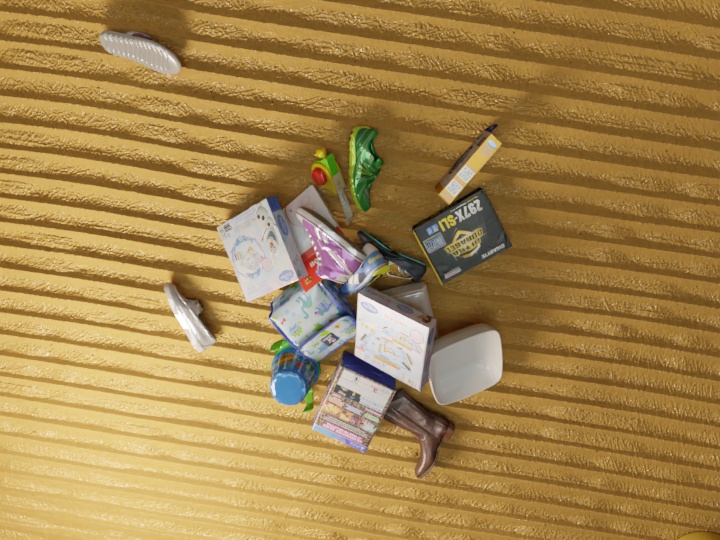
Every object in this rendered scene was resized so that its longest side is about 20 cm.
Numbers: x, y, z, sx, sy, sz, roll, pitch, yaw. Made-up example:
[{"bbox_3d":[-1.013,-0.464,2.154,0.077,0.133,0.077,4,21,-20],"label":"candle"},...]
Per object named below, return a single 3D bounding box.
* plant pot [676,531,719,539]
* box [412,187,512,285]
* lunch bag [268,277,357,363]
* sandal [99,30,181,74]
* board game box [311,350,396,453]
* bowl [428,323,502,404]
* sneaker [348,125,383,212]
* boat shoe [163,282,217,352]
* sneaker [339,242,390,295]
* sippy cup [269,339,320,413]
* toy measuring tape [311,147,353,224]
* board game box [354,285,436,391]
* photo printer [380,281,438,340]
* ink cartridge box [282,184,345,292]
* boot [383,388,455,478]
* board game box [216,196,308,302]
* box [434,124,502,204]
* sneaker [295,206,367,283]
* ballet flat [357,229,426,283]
[{"bbox_3d":[0.959,0.853,1.560,0.196,0.189,0.205,1,105,4],"label":"plant pot"},{"bbox_3d":[0.247,-0.083,1.413,0.197,0.049,0.162,-28,100,11],"label":"box"},{"bbox_3d":[-0.110,0.123,1.460,0.169,0.128,0.201,-35,112,10],"label":"lunch bag"},{"bbox_3d":[-0.504,-0.518,1.334,0.199,0.083,0.051,19,63,0],"label":"sandal"},{"bbox_3d":[-0.016,0.345,1.525,0.157,0.097,0.203,24,106,-3],"label":"board game box"},{"bbox_3d":[0.253,0.226,1.452,0.196,0.075,0.203,-21,126,-9],"label":"bowl"},{"bbox_3d":[0.014,-0.238,1.370,0.082,0.074,0.205,1,106,7],"label":"sneaker"},{"bbox_3d":[-0.442,0.114,1.506,0.068,0.072,0.203,-29,96,-11],"label":"boat shoe"},{"bbox_3d":[0.000,0.000,1.408,0.083,0.073,0.200,58,143,6],"label":"sneaker"},{"bbox_3d":[-0.177,0.278,1.499,0.176,0.131,0.141,30,106,-6],"label":"sippy cup"},{"bbox_3d":[-0.072,-0.205,1.399,0.072,0.074,0.203,-15,122,8],"label":"toy measuring tape"},{"bbox_3d":[0.078,0.162,1.379,0.197,0.041,0.203,25,131,26],"label":"board game box"},{"bbox_3d":[0.109,0.142,1.467,0.163,0.070,0.204,-14,111,8],"label":"photo printer"},{"bbox_3d":[-0.125,-0.078,1.384,0.162,0.057,0.202,-37,60,13],"label":"ink cartridge box"},{"bbox_3d":[0.129,0.439,1.559,0.198,0.064,0.189,31,92,-9],"label":"boot"},{"bbox_3d":[-0.240,-0.047,1.395,0.198,0.043,0.203,-21,91,38],"label":"board game box"},{"bbox_3d":[0.253,-0.248,1.328,0.041,0.119,0.200,40,105,-9],"label":"box"},{"bbox_3d":[-0.093,-0.052,1.327,0.200,0.073,0.115,41,103,11],"label":"sneaker"},{"bbox_3d":[0.069,-0.028,1.427,0.197,0.073,0.074,27,106,-7],"label":"ballet flat"}]
